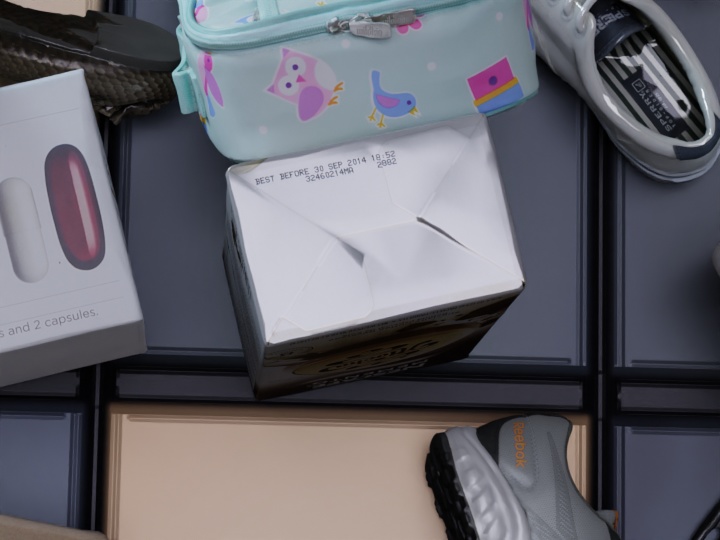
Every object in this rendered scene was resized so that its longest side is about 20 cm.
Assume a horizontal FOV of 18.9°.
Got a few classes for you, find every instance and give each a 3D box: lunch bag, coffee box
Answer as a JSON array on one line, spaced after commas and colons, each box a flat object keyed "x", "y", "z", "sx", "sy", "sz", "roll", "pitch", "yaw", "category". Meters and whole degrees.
[{"x": -0.010, "y": -0.115, "z": 0.987, "sx": 0.160, "sy": 0.200, "sz": 0.077, "roll": -10, "pitch": 111, "yaw": -6, "category": "lunch bag"}, {"x": 0.000, "y": 0.000, "z": 0.972, "sx": 0.112, "sy": 0.200, "sz": 0.080, "roll": -12, "pitch": 81, "yaw": -5, "category": "coffee box"}]

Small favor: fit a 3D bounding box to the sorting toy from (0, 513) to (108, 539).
[{"x": -0.222, "y": 0.181, "z": 0.944, "sx": 0.199, "sy": 0.036, "sz": 0.186, "roll": 16, "pitch": 100, "yaw": -40, "category": "sorting toy"}]

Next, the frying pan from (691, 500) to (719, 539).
[{"x": 0.219, "y": 0.057, "z": 1.074, "sx": 0.189, "sy": 0.031, "sz": 0.115, "roll": -27, "pitch": 85, "yaw": -11, "category": "frying pan"}]

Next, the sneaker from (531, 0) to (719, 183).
[{"x": 0.112, "y": -0.131, "z": 1.065, "sx": 0.073, "sy": 0.071, "sz": 0.200, "roll": -43, "pitch": 86, "yaw": -9, "category": "sneaker"}]

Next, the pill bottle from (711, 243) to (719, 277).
[{"x": 0.258, "y": 0.051, "z": 1.006, "sx": 0.111, "sy": 0.111, "sz": 0.201, "roll": -29, "pitch": 87, "yaw": -8, "category": "pill bottle"}]

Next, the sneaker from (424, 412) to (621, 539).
[{"x": 0.100, "y": 0.161, "z": 1.026, "sx": 0.079, "sy": 0.074, "sz": 0.201, "roll": -18, "pitch": 84, "yaw": -13, "category": "sneaker"}]

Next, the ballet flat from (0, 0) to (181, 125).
[{"x": -0.182, "y": -0.109, "z": 1.027, "sx": 0.199, "sy": 0.067, "sz": 0.046, "roll": 12, "pitch": 121, "yaw": -15, "category": "ballet flat"}]

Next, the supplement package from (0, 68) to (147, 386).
[{"x": -0.203, "y": -0.001, "z": 0.950, "sx": 0.199, "sy": 0.156, "sz": 0.111, "roll": -14, "pitch": 84, "yaw": -7, "category": "supplement package"}]
